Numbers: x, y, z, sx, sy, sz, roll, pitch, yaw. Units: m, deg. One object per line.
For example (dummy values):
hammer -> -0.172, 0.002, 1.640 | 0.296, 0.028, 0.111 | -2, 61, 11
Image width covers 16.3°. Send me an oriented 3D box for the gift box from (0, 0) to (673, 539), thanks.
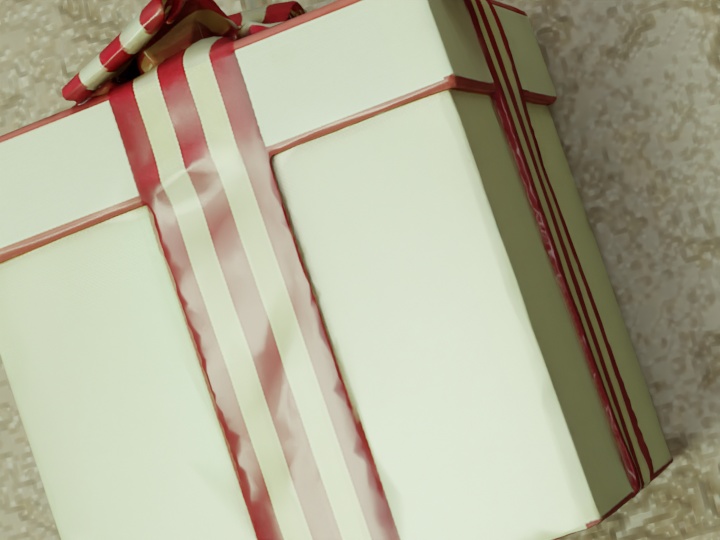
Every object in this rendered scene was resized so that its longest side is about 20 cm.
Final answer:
gift box -> 0.000, 0.000, 0.784 | 0.199, 0.184, 0.188 | -21, 87, 10
